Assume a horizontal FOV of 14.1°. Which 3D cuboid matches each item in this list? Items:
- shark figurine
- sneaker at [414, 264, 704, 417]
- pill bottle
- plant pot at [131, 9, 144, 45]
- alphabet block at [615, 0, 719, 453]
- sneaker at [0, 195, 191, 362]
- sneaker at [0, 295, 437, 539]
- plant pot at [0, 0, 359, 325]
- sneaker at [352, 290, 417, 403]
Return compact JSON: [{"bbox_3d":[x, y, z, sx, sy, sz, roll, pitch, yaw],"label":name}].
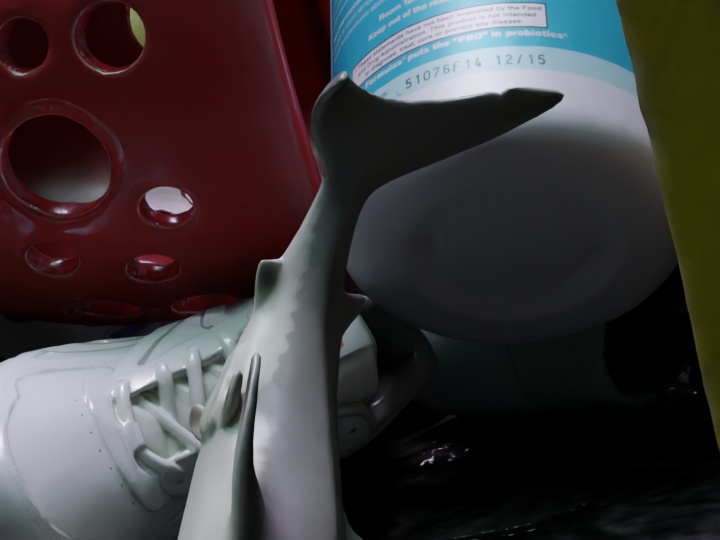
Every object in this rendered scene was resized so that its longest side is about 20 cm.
[{"bbox_3d":[-0.005,0.053,0.810,0.089,0.215,0.128,21,-30,-12],"label":"shark figurine"},{"bbox_3d":[0.095,-0.040,0.997,0.074,0.201,0.118,30,-17,-38],"label":"sneaker"},{"bbox_3d":[0.045,-0.084,0.932,0.111,0.111,0.200,-11,52,13],"label":"pill bottle"},{"bbox_3d":[-0.208,-0.068,1.485,0.200,0.201,0.184,-7,25,33],"label":"plant pot"},{"bbox_3d":[0.191,-0.054,0.854,0.196,0.196,0.200,-13,12,14],"label":"alphabet block"},{"bbox_3d":[-0.078,-0.015,1.098,0.075,0.088,0.200,19,49,14],"label":"sneaker"},{"bbox_3d":[-0.047,0.039,0.880,0.099,0.078,0.200,-31,-5,31],"label":"sneaker"},{"bbox_3d":[-0.100,-0.076,0.966,0.182,0.201,0.200,-9,12,9],"label":"plant pot"},{"bbox_3d":[0.000,0.000,1.113,0.089,0.079,0.200,-9,12,14],"label":"sneaker"}]
